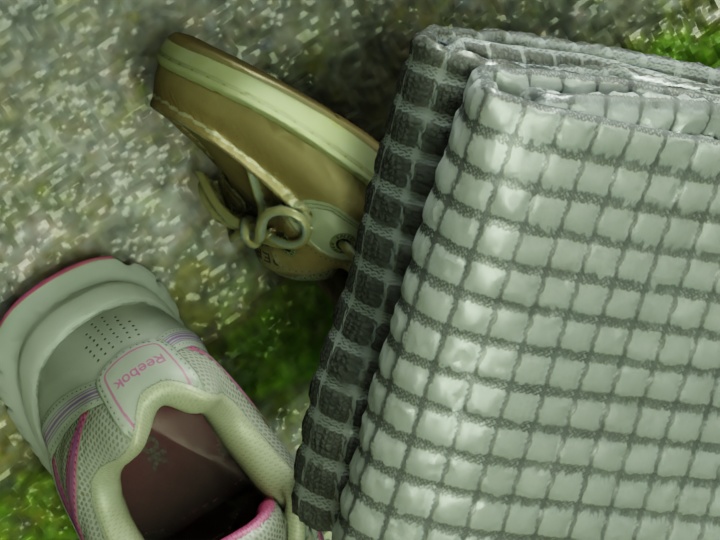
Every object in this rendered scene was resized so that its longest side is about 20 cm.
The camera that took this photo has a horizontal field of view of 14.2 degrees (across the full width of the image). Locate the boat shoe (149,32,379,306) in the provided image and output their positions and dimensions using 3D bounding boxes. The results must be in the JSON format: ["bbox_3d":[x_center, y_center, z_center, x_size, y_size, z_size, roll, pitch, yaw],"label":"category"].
[{"bbox_3d":[-0.001,0.000,0.934,0.063,0.073,0.201,-52,126,-4],"label":"boat shoe"}]

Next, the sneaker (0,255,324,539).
[{"bbox_3d":[-0.050,0.096,0.935,0.081,0.088,0.200,-33,117,-9],"label":"sneaker"}]

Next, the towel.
[{"bbox_3d":[0.088,0.016,0.899,0.200,0.086,0.166,6,108,-29],"label":"towel"}]
